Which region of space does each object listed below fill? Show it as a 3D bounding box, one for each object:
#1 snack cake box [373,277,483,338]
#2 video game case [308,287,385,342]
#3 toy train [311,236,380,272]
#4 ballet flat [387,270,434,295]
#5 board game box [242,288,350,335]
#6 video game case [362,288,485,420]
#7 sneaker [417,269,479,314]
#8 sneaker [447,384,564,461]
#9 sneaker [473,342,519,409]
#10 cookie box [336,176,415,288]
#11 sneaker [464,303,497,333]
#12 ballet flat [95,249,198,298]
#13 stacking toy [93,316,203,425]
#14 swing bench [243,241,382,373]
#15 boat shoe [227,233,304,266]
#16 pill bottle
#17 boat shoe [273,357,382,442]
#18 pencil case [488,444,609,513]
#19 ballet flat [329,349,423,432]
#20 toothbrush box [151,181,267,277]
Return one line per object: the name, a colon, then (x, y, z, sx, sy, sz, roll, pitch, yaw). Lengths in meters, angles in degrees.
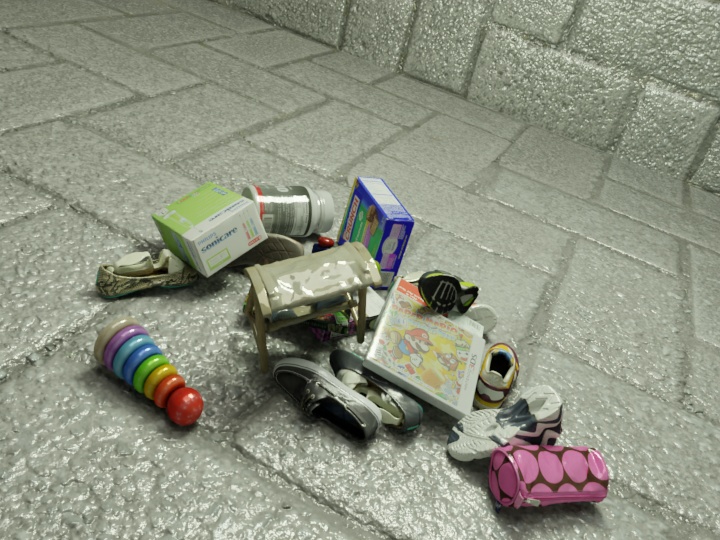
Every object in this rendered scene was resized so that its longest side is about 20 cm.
snack cake box: (0.132, 0.110, 1.282, 0.197, 0.068, 0.115, 31, 32, 0)
video game case: (-0.057, 0.054, 1.350, 0.178, 0.036, 0.200, -11, 40, -38)
toy train: (0.000, 0.000, 1.327, 0.198, 0.087, 0.114, 23, 14, 40)
ballet flat: (0.147, 0.033, 1.459, 0.196, 0.064, 0.068, -7, 37, -35)
board game box: (-0.114, 0.062, 1.260, 0.195, 0.024, 0.106, 12, 31, -2)
video game case: (0.116, 0.141, 1.163, 0.197, 0.023, 0.183, 29, 42, -2)
sneaker: (0.150, 0.035, 1.267, 0.080, 0.075, 0.199, 30, 5, 31)
sneaker: (0.245, 0.277, 1.099, 0.196, 0.131, 0.080, -30, 40, -1)
sneaker: (0.264, 0.176, 1.251, 0.073, 0.092, 0.200, 21, 31, 10)
cookie box: (0.028, -0.086, 1.491, 0.074, 0.174, 0.201, 4, 31, -25)
sneaker: (0.180, 0.092, 1.394, 0.195, 0.079, 0.082, 12, 3, -9)
ballet flat: (-0.387, -0.001, 1.241, 0.197, 0.077, 0.068, -10, 37, -38)
stacking toy: (-0.311, 0.157, 1.019, 0.198, 0.087, 0.085, 34, 34, 21)
swing bench: (-0.087, 0.045, 1.117, 0.194, 0.202, 0.132, -13, 58, -18)
boat shoe: (-0.205, -0.047, 1.381, 0.195, 0.078, 0.072, 5, 17, 11)
pill bottle: (-0.166, -0.134, 1.530, 0.196, 0.116, 0.114, -3, 34, -30)
boat shoe: (-0.062, 0.210, 1.068, 0.197, 0.071, 0.066, 31, 30, 9)
pencil case: (0.293, 0.320, 1.033, 0.195, 0.093, 0.094, 3, 18, -24)
ballet flat: (0.013, 0.201, 1.113, 0.198, 0.074, 0.073, 33, 34, 22)
toothbrush box: (-0.298, -0.086, 1.319, 0.145, 0.088, 0.198, -36, 34, -24)
